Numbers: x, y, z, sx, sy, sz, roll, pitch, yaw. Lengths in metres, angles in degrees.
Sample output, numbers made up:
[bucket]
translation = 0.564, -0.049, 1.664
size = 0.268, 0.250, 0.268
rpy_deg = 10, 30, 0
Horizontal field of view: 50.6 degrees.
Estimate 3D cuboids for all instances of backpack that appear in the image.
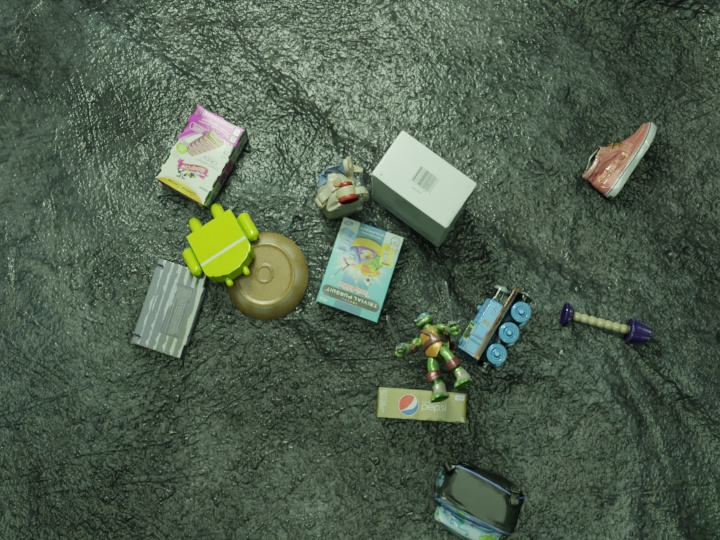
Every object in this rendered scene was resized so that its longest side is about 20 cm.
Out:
[backpack]
translation = 0.233, 0.483, 1.587
size = 0.179, 0.200, 0.150
rpy_deg = 23, 83, 7

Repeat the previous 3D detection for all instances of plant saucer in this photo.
[plant saucer]
translation = -0.218, 0.010, 1.749
size = 0.194, 0.035, 0.206
rpy_deg = 0, 81, 1

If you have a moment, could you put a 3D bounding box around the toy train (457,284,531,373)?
[toy train]
translation = 0.300, 0.125, 1.698
size = 0.113, 0.087, 0.203
rpy_deg = 31, 84, 11

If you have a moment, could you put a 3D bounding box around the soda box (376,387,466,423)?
[soda box]
translation = 0.133, 0.297, 1.683
size = 0.194, 0.068, 0.066
rpy_deg = 4, 82, 2

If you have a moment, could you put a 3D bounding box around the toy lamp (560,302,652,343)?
[toy lamp]
translation = 0.550, 0.121, 1.705
size = 0.195, 0.058, 0.060
rpy_deg = 13, 82, 3

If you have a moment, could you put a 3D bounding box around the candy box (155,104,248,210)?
[candy box]
translation = -0.368, -0.264, 1.780
size = 0.134, 0.061, 0.203
rpy_deg = 27, 84, 4

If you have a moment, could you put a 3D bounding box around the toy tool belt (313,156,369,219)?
[toy tool belt]
translation = -0.049, -0.194, 1.694
size = 0.122, 0.200, 0.126
rpy_deg = -13, 83, -9

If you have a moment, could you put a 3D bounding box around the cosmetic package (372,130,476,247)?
[cosmetic package]
translation = 0.135, -0.175, 1.685
size = 0.198, 0.200, 0.124
rpy_deg = 36, 81, 6

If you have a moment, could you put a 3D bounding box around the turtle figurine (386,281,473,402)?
[turtle figurine]
translation = 0.149, 0.168, 1.622
size = 0.141, 0.201, 0.197
rpy_deg = -19, 65, -10

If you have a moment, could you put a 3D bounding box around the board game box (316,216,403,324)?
[board game box]
translation = 0.000, 0.000, 1.740
size = 0.148, 0.047, 0.205
rpy_deg = 18, 82, 4

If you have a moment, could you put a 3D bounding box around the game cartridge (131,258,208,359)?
[game cartridge]
translation = -0.432, 0.088, 1.744
size = 0.127, 0.038, 0.205
rpy_deg = 17, 82, 0

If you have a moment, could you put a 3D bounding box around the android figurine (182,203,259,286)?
[android figurine]
translation = -0.316, -0.055, 1.732
size = 0.180, 0.041, 0.202
rpy_deg = -33, 64, -4

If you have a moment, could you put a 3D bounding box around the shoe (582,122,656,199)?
[shoe]
translation = 0.594, -0.272, 1.753
size = 0.090, 0.071, 0.202
rpy_deg = 33, 88, 0
